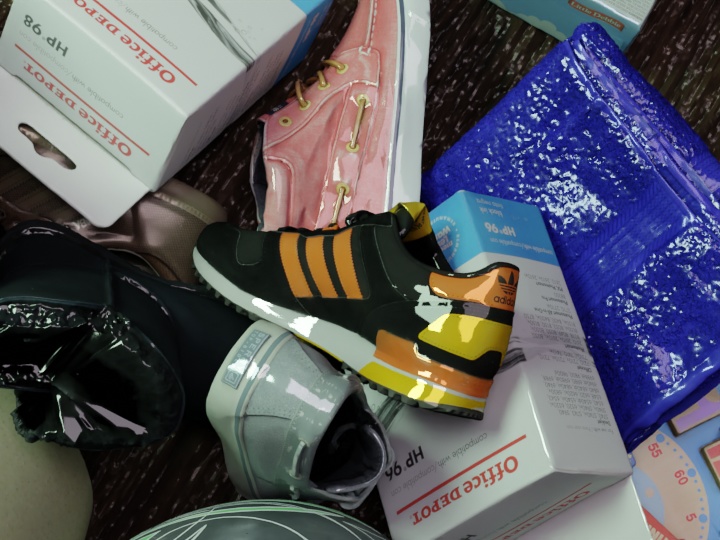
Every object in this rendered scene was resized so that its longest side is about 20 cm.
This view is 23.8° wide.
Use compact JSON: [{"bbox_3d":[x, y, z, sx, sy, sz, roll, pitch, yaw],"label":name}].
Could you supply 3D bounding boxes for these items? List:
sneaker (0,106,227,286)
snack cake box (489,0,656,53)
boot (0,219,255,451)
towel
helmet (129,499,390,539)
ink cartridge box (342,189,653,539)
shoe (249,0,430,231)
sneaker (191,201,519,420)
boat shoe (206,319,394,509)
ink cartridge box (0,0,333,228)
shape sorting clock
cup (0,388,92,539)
[{"bbox_3d":[-0.176,-0.036,0.932,0.199,0.070,0.076,20,77,-1],"label":"sneaker"},{"bbox_3d":[0.098,-0.224,1.031,0.199,0.067,0.115,29,73,1],"label":"snack cake box"},{"bbox_3d":[-0.101,0.051,0.849,0.199,0.168,0.077,28,101,-16],"label":"boot"},{"bbox_3d":[0.133,-0.019,0.926,0.148,0.049,0.200,-43,72,18],"label":"towel"},{"bbox_3d":[-0.055,0.205,0.816,0.199,0.200,0.192,5,89,-7],"label":"helmet"},{"bbox_3d":[0.063,0.075,0.886,0.068,0.116,0.201,10,54,-44],"label":"ink cartridge box"},{"bbox_3d":[-0.013,-0.097,0.974,0.090,0.071,0.201,5,76,-11],"label":"shoe"},{"bbox_3d":[0.000,0.000,0.870,0.200,0.070,0.090,28,97,38],"label":"sneaker"},{"bbox_3d":[-0.022,0.088,0.842,0.071,0.201,0.070,30,76,17],"label":"boat shoe"},{"bbox_3d":[-0.114,-0.125,0.929,0.116,0.067,0.200,39,47,3],"label":"ink cartridge box"},{"bbox_3d":[0.141,0.135,0.946,0.199,0.039,0.201,2,73,-8],"label":"shape sorting clock"},{"bbox_3d":[-0.215,0.126,0.831,0.200,0.200,0.143,47,49,7],"label":"cup"}]
